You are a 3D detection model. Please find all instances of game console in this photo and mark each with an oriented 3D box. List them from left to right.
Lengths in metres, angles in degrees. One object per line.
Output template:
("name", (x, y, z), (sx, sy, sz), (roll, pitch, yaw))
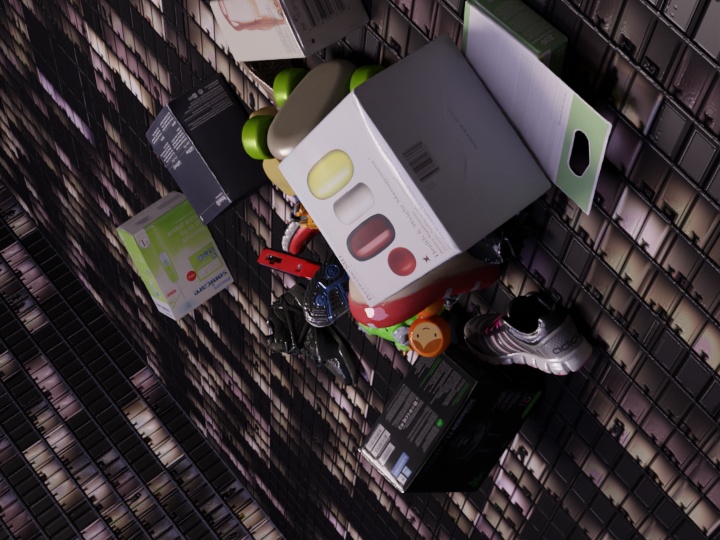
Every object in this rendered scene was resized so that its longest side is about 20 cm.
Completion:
("game console", (-0.042, 0.009, 1.905), (0.176, 0.031, 0.200), (17, 180, -31))

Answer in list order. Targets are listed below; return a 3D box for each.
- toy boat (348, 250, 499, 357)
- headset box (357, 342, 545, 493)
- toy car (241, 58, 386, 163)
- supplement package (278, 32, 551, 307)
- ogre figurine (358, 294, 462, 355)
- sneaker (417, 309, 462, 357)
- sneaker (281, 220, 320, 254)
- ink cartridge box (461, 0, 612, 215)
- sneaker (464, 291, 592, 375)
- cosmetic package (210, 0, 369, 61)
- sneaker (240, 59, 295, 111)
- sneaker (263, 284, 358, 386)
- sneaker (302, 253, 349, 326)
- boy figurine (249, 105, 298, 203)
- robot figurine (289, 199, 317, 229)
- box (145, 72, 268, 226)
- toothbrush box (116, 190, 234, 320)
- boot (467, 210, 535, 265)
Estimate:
("toy boat", (0.077, 0.039, 1.561), (0.130, 0.199, 0.132), (-1, 99, 46))
("headset box", (0.122, 0.192, 1.673), (0.093, 0.175, 0.199), (41, -165, 32))
("toy car", (-0.016, -0.146, 1.626), (0.163, 0.158, 0.200), (6, 146, 42))
("supplement package", (0.051, -0.099, 1.359), (0.192, 0.147, 0.200), (56, 149, 1))
("ogre figurine", (0.060, 0.041, 1.736), (0.199, 0.120, 0.098), (26, 163, 48))
("sneaker", (0.138, 0.131, 1.814), (0.095, 0.080, 0.201), (19, 144, 21))
("sneaker", (-0.042, -0.073, 1.804), (0.085, 0.077, 0.200), (37, 136, -5))
("ink cartridge box", (0.178, -0.169, 1.282), (0.200, 0.048, 0.146), (44, 157, 24))
("sneaker", (0.191, 0.065, 1.571), (0.199, 0.074, 0.088), (10, 132, 56))
("cosmetic package", (-0.090, -0.314, 1.577), (0.199, 0.103, 0.088), (11, 130, 60))
("sneaker", (-0.112, -0.252, 1.763), (0.201, 0.070, 0.076), (53, 160, 9))
("sneaker", (-0.093, 0.134, 2.238), (0.200, 0.114, 0.076), (52, 161, 2))
("sneaker", (0.000, 0.000, 1.732), (0.075, 0.200, 0.077), (35, 164, 22))
("boy figurine", (-0.098, -0.146, 1.896), (0.201, 0.064, 0.124), (58, 156, -4))
("robot figurine", (0.012, -0.070, 1.603), (0.145, 0.198, 0.059), (170, 107, -66))
("box", (-0.239, -0.189, 2.084), (0.183, 0.104, 0.200), (58, 159, -3))
("toothbrush box", (-0.358, -0.030, 2.527), (0.086, 0.145, 0.201), (22, 141, 54))
("boot", (0.111, -0.103, 1.503), (0.198, 0.073, 0.163), (31, 151, 47))
